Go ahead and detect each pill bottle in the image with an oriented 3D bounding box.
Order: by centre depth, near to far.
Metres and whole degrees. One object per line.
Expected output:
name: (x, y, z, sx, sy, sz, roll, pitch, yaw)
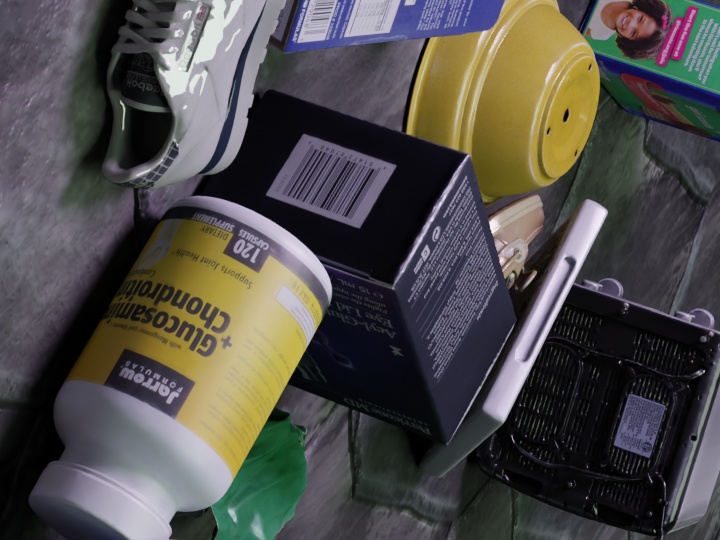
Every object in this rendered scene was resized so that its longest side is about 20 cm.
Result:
pill bottle: (-0.106, 0.066, 1.533, 0.200, 0.112, 0.112, -61, 154, -22)

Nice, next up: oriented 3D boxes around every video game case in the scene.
video game case: (0.111, 0.053, 1.987, 0.182, 0.023, 0.200, -62, -178, -19)

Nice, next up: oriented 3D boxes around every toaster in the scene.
toaster: (0.203, 0.114, 2.140, 0.119, 0.180, 0.201, 6, 101, -67)

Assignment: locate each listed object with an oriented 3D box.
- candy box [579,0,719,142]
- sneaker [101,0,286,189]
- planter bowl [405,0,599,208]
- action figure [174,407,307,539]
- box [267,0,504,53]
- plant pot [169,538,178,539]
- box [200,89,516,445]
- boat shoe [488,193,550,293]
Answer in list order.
candy box: (0.288, -0.150, 2.103, 0.077, 0.199, 0.169, -68, 155, -6)
sneaker: (-0.095, -0.139, 1.465, 0.080, 0.076, 0.201, -16, 121, -50)
planter bowl: (0.115, -0.119, 1.902, 0.200, 0.083, 0.201, -46, 146, -43)
action figure: (-0.073, 0.135, 1.708, 0.200, 0.054, 0.119, -38, 117, -68)
box: (0.028, -0.193, 1.561, 0.200, 0.032, 0.122, -10, 126, -49)
plant pot: (-0.134, 0.286, 1.578, 0.200, 0.200, 0.174, -44, 161, -46)
box: (0.000, 0.000, 1.667, 0.105, 0.148, 0.200, -59, 153, -24)
boat shoe: (0.073, 0.013, 1.906, 0.200, 0.063, 0.073, -40, -177, -38)
